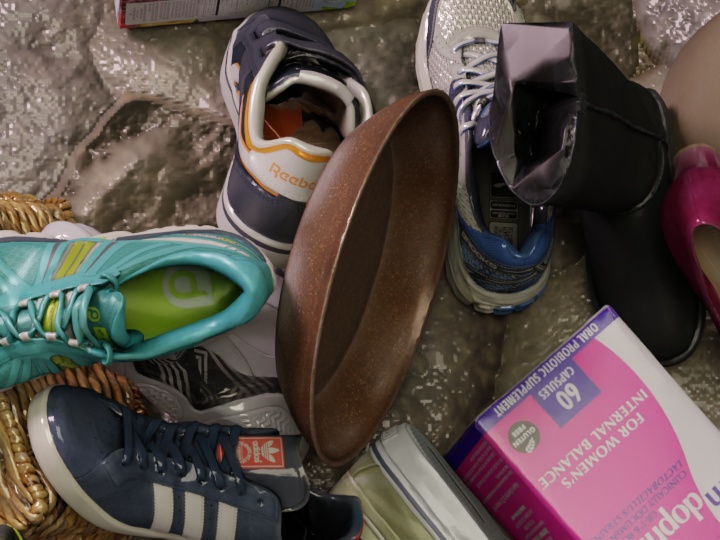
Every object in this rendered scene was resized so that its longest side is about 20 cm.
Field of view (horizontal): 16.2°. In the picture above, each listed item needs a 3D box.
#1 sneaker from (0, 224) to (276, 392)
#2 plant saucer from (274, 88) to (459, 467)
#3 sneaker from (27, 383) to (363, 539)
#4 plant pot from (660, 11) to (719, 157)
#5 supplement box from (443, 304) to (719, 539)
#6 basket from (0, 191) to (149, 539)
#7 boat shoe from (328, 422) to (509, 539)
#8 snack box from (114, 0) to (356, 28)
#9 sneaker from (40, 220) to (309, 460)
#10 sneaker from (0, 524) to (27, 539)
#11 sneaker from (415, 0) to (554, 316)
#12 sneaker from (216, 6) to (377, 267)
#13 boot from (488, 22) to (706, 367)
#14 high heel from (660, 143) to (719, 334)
[{"bbox_3d":[-0.138,0.016,1.214,0.199,0.080,0.078,-13,99,-8],"label":"sneaker"},{"bbox_3d":[0.000,0.000,1.302,0.036,0.201,0.201,17,72,17],"label":"plant saucer"},{"bbox_3d":[-0.078,0.100,1.286,0.200,0.084,0.075,32,39,-39],"label":"sneaker"},{"bbox_3d":[0.272,-0.101,1.373,0.186,0.200,0.189,2,74,-5],"label":"plant pot"},{"bbox_3d":[0.152,0.134,1.344,0.101,0.103,0.200,-40,84,-16],"label":"supplement box"},{"bbox_3d":[-0.213,0.069,1.341,0.142,0.149,0.201,-27,77,21],"label":"basket"},{"bbox_3d":[0.061,0.176,1.347,0.062,0.072,0.200,-39,77,10],"label":"boat shoe"},{"bbox_3d":[-0.081,-0.245,1.450,0.141,0.053,0.201,-6,75,-10],"label":"snack box"},{"bbox_3d":[-0.084,0.010,1.338,0.200,0.075,0.115,42,60,-32],"label":"sneaker"},{"bbox_3d":[-0.182,0.222,1.192,0.076,0.075,0.201,-17,55,13],"label":"sneaker"},{"bbox_3d":[0.079,-0.082,1.405,0.077,0.085,0.201,-6,74,-8],"label":"sneaker"},{"bbox_3d":[-0.031,-0.092,1.356,0.078,0.080,0.201,18,38,-16],"label":"sneaker"},{"bbox_3d":[0.127,-0.036,1.331,0.065,0.200,0.166,-14,80,15],"label":"boot"},{"bbox_3d":[0.220,0.029,1.352,0.067,0.096,0.201,-21,111,15],"label":"high heel"}]
